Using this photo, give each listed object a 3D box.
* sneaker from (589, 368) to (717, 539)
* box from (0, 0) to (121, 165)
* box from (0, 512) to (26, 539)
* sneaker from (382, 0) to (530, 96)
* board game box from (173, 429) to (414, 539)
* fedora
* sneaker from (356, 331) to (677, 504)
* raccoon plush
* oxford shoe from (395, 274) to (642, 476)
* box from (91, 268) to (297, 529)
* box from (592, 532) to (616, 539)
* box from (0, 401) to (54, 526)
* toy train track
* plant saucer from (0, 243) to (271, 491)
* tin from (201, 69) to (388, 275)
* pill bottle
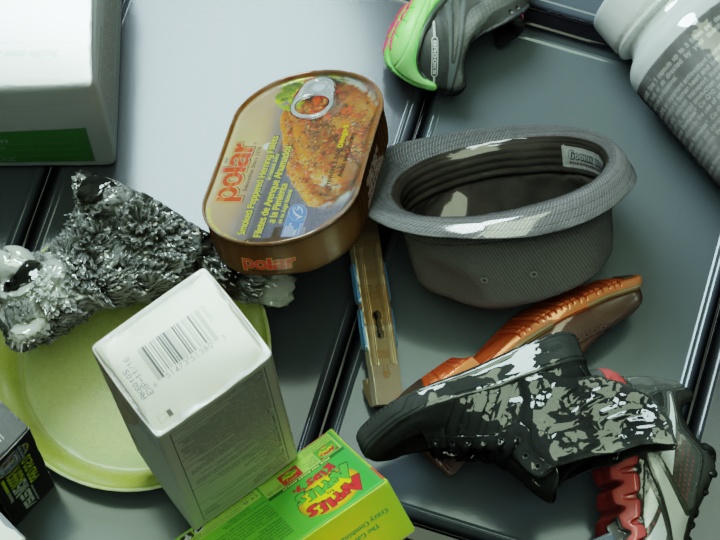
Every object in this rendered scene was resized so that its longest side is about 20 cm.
[{"bbox_3d":[0.205,0.164,1.640,0.097,0.071,0.202,-5,82,-17],"label":"sneaker"},{"bbox_3d":[-0.274,-0.190,1.695,0.197,0.171,0.202,-1,72,-1],"label":"box"},{"bbox_3d":[-0.297,0.141,1.599,0.200,0.156,0.041,43,74,12],"label":"box"},{"bbox_3d":[0.093,-0.213,1.768,0.084,0.077,0.201,35,78,-8],"label":"sneaker"},{"bbox_3d":[-0.072,0.198,1.610,0.199,0.102,0.048,-34,117,-10],"label":"board game box"},{"bbox_3d":[0.098,-0.032,1.676,0.198,0.177,0.091,-7,115,7],"label":"fedora"},{"bbox_3d":[0.104,0.112,1.594,0.199,0.060,0.105,-24,72,2],"label":"sneaker"},{"bbox_3d":[-0.158,0.021,1.645,0.199,0.097,0.135,24,82,6],"label":"raccoon plush"},{"bbox_3d":[0.122,0.071,1.682,0.199,0.071,0.073,-31,95,-5],"label":"oxford shoe"},{"bbox_3d":[-0.105,0.088,1.560,0.095,0.200,0.078,-35,70,-12],"label":"box"},{"bbox_3d":[0.158,0.271,1.540,0.051,0.200,0.159,-22,75,-13],"label":"box"},{"bbox_3d":[-0.299,0.077,1.617,0.200,0.160,0.044,42,75,11],"label":"box"},{"bbox_3d":[0.000,0.000,1.710,0.114,0.032,0.202,-3,78,-28],"label":"toy train track"},{"bbox_3d":[-0.162,0.061,1.691,0.198,0.031,0.202,0,73,-1],"label":"plant saucer"},{"bbox_3d":[-0.044,-0.068,1.646,0.111,0.042,0.201,1,40,13],"label":"tin"},{"bbox_3d":[0.266,-0.136,1.715,0.114,0.114,0.200,-37,77,-11],"label":"pill bottle"}]
